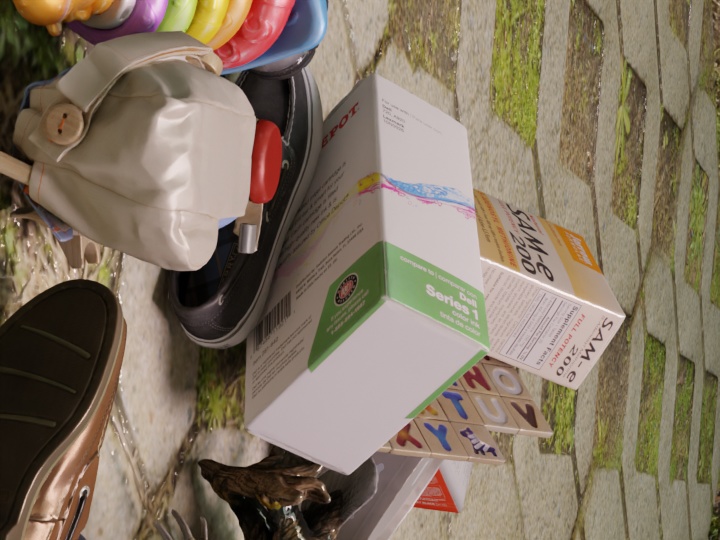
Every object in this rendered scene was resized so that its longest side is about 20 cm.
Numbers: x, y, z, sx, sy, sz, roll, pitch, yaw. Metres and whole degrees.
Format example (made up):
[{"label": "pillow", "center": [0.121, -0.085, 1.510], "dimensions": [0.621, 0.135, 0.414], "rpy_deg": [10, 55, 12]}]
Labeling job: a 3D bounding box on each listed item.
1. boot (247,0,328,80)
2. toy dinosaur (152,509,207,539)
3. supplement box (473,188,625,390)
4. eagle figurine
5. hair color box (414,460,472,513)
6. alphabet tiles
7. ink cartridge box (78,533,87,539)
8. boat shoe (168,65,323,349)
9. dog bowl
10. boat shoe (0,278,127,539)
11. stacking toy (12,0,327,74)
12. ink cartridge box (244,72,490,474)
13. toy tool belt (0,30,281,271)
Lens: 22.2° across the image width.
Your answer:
[{"label": "boot", "center": [-0.073, -0.227, 1.116], "dimensions": [0.132, 0.070, 0.201], "rpy_deg": [36, 49, -65]}, {"label": "toy dinosaur", "center": [-0.053, 0.229, 1.007], "dimensions": [0.181, 0.200, 0.105], "rpy_deg": [-34, 145, -21]}, {"label": "supplement box", "center": [0.079, -0.005, 1.335], "dimensions": [0.074, 0.199, 0.126], "rpy_deg": [-59, -156, 22]}, {"label": "eagle figurine", "center": [-0.055, 0.218, 1.172], "dimensions": [0.152, 0.150, 0.201], "rpy_deg": [-54, 134, -74]}, {"label": "hair color box", "center": [0.049, 0.116, 1.539], "dimensions": [0.200, 0.061, 0.102], "rpy_deg": [68, 32, -55]}, {"label": "alphabet tiles", "center": [0.040, 0.069, 1.265], "dimensions": [0.199, 0.167, 0.008], "rpy_deg": [10, 126, -37]}, {"label": "ink cartridge box", "center": [-0.166, 0.254, 0.969], "dimensions": [0.198, 0.043, 0.201], "rpy_deg": [65, 36, -56]}, {"label": "boat shoe", "center": [-0.077, -0.054, 1.134], "dimensions": [0.066, 0.070, 0.201], "rpy_deg": [52, 53, -65]}, {"label": "dog bowl", "center": [0.019, 0.140, 1.343], "dimensions": [0.200, 0.059, 0.200], "rpy_deg": [-53, 171, -12]}, {"label": "boat shoe", "center": [-0.166, 0.102, 0.900], "dimensions": [0.201, 0.072, 0.068], "rpy_deg": [-66, 155, -20]}, {"label": "stacking toy", "center": [-0.116, -0.151, 0.960], "dimensions": [0.200, 0.109, 0.117], "rpy_deg": [-25, 103, -57]}, {"label": "ink cartridge box", "center": [0.000, 0.000, 1.145], "dimensions": [0.084, 0.145, 0.200], "rpy_deg": [26, 39, -26]}, {"label": "toy tool belt", "center": [-0.120, -0.062, 0.939], "dimensions": [0.200, 0.122, 0.125], "rpy_deg": [-22, 118, -78]}]
